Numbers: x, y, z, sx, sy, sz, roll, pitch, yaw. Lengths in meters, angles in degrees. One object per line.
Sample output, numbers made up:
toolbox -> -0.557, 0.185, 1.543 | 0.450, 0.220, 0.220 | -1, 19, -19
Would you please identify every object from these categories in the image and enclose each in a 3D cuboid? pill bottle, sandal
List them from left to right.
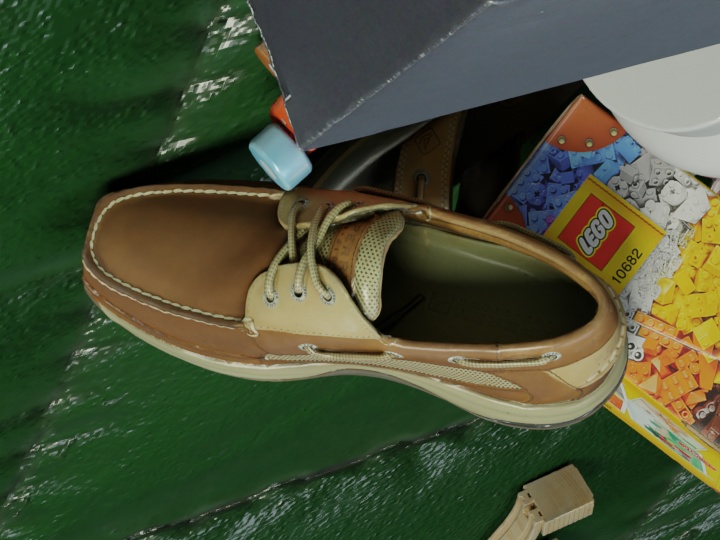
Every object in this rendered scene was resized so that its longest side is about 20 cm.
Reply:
sandal -> 0.036, -0.037, 1.162 | 0.200, 0.054, 0.080 | -39, 156, 13
pill bottle -> 0.152, -0.089, 1.110 | 0.112, 0.113, 0.200 | -42, 162, 20

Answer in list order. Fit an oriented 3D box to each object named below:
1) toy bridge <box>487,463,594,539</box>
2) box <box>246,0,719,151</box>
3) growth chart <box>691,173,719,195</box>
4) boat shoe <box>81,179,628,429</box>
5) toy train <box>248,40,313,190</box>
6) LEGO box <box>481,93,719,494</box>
toy bridge -> 0.085, 0.173, 1.652 | 0.067, 0.027, 0.200 | -23, 154, -16
box -> 0.054, -0.151, 0.787 | 0.199, 0.183, 0.104 | -17, 172, -33
growth chart -> 0.237, -0.026, 1.364 | 0.145, 0.018, 0.200 | -41, 125, -1
boat shoe -> 0.000, 0.000, 1.064 | 0.199, 0.076, 0.074 | 10, 159, 4
toy train -> 0.033, -0.114, 1.025 | 0.200, 0.056, 0.150 | -42, -178, -4
LEGO box -> 0.125, 0.020, 1.194 | 0.077, 0.149, 0.200 | -52, 171, -3
